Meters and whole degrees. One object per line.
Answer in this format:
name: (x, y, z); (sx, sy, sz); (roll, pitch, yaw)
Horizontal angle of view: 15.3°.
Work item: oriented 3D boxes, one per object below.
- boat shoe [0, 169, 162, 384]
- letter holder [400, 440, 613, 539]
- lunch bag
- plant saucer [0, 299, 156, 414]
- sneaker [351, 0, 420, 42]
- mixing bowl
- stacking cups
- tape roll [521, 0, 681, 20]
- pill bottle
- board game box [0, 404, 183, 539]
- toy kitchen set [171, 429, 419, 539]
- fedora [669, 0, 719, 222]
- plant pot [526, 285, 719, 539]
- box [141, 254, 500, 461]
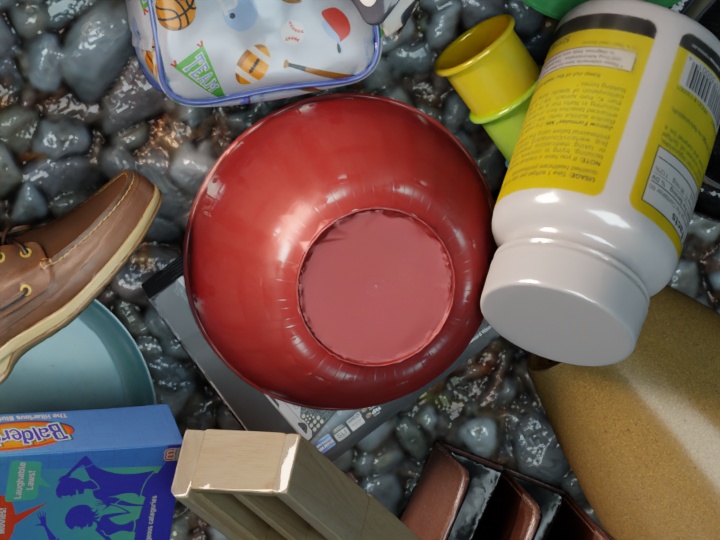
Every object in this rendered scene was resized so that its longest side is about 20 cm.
boat shoe: (-0.205, 0.007, 1.604); (0.200, 0.072, 0.068); (-42, 108, 2)
letter holder: (0.067, 0.232, 1.698); (0.100, 0.142, 0.200); (23, 96, -15)
lunch bag: (-0.064, -0.196, 1.619); (0.160, 0.076, 0.200); (-11, 103, -12)
plant saucer: (-0.227, 0.094, 1.668); (0.200, 0.027, 0.201); (-3, 102, -12)
sneaker: (0.048, -0.194, 1.546); (0.199, 0.079, 0.130); (5, 114, 16)
mixing bowl: (0.000, 0.000, 1.603); (0.200, 0.108, 0.201); (-2, 102, -11)
stacking cups: (0.128, -0.069, 1.695); (0.060, 0.061, 0.200); (-40, 109, -2)
tape roll: (0.158, -0.246, 1.624); (0.200, 0.048, 0.201); (-13, 129, -16)
pill bottle: (0.144, -0.052, 1.597); (0.114, 0.114, 0.200); (28, 63, -16)
board game box: (-0.216, 0.159, 1.624); (0.200, 0.045, 0.152); (-3, 124, -19)
toy kitchen set: (-0.089, 0.221, 1.618); (0.180, 0.163, 0.200); (46, 50, -53)
fedora: (0.266, -0.120, 1.692); (0.200, 0.092, 0.201); (-2, 101, -11)
plant pot: (0.204, 0.101, 1.681); (0.186, 0.186, 0.200); (-44, 104, 0)
box: (-0.012, 0.015, 1.685); (0.200, 0.050, 0.158); (-36, 106, -3)
